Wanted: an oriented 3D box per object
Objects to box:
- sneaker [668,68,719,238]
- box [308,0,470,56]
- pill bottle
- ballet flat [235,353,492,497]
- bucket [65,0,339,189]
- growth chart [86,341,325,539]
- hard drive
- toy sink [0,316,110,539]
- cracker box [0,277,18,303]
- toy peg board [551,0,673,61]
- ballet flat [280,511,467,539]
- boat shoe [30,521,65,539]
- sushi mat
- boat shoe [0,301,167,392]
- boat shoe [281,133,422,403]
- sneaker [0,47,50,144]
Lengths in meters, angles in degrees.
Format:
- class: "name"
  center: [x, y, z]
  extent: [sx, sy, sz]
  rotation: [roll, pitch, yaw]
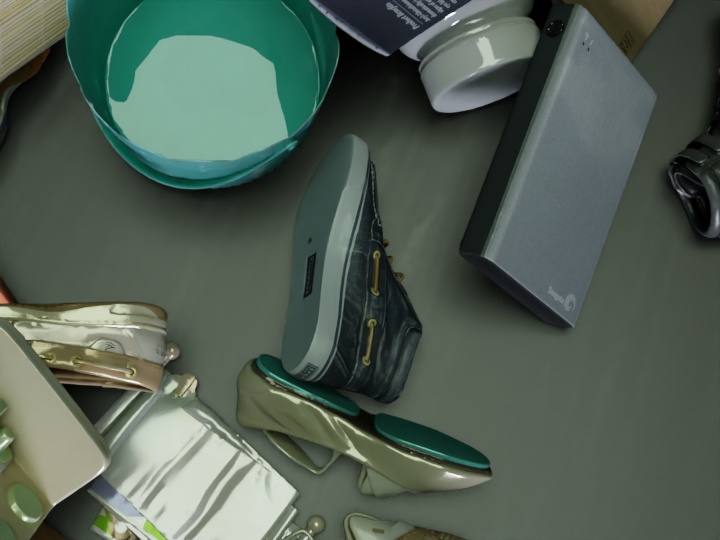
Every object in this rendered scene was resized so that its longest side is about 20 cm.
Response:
- class: "sneaker"
  center: [0.284, -0.115, 1.030]
  extent: [0.099, 0.071, 0.201]
  rotation: [-9, 83, -8]
- class: "box"
  center: [0.047, -0.268, 0.896]
  extent: [0.199, 0.104, 0.149]
  rotation: [-30, 62, 23]
- class: "pill bottle"
  center: [0.065, -0.231, 1.025]
  extent: [0.114, 0.114, 0.201]
  rotation: [-19, 80, -5]
- class: "ballet flat"
  center: [-0.003, 0.128, 0.986]
  extent: [0.199, 0.069, 0.070]
  rotation: [25, 79, 5]
- class: "bucket"
  center: [-0.114, -0.160, 0.993]
  extent: [0.206, 0.135, 0.208]
  rotation: [1, 80, -3]
- class: "growth chart"
  center: [-0.127, 0.172, 0.990]
  extent: [0.145, 0.018, 0.200]
  rotation: [-42, 83, -8]
- class: "hard drive"
  center: [0.150, -0.074, 0.993]
  extent: [0.033, 0.139, 0.201]
  rotation: [12, 75, 41]
- class: "toy sink"
  center: [-0.284, 0.146, 0.864]
  extent: [0.200, 0.112, 0.131]
  rotation: [-33, 100, 15]
- class: "cracker box"
  center: [-0.345, 0.067, 0.983]
  extent: [0.200, 0.058, 0.134]
  rotation: [-34, 84, -9]
- class: "toy peg board"
  center: [0.183, -0.288, 1.016]
  extent: [0.098, 0.200, 0.200]
  rotation: [34, 87, 37]
- class: "ballet flat"
  center: [-0.016, 0.210, 0.953]
  extent: [0.199, 0.071, 0.066]
  rotation: [-18, 83, -14]
- class: "boat shoe"
  center: [-0.215, 0.241, 0.951]
  extent: [0.200, 0.071, 0.069]
  rotation: [36, 99, 18]
- class: "sushi mat"
  center: [-0.207, -0.217, 0.988]
  extent: [0.012, 0.096, 0.200]
  rotation: [36, 55, 14]
- class: "boat shoe"
  center: [-0.233, 0.062, 0.925]
  extent: [0.199, 0.074, 0.070]
  rotation: [-3, 76, -6]
- class: "boat shoe"
  center: [0.000, 0.000, 1.009]
  extent: [0.091, 0.071, 0.201]
  rotation: [23, 62, -27]
- class: "sneaker"
  center: [-0.296, -0.165, 1.022]
  extent: [0.088, 0.075, 0.201]
  rotation: [25, 79, 4]
